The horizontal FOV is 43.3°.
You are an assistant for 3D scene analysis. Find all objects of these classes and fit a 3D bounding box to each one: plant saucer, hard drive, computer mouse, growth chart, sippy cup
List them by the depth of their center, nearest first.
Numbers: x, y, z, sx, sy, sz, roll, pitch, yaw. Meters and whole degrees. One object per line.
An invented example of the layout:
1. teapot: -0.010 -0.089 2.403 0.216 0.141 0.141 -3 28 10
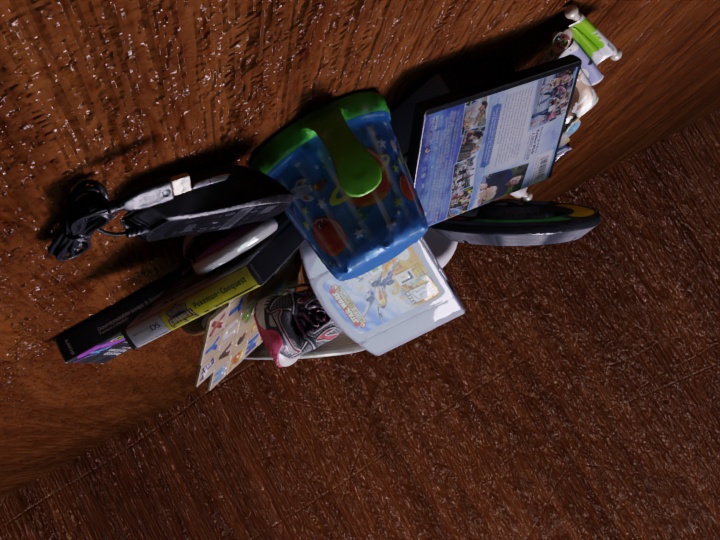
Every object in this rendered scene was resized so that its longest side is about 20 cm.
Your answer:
1. computer mouse: -0.137 -0.060 0.692 0.199 0.046 0.140 -14 172 -25
2. sippy cup: -0.009 -0.067 0.807 0.139 0.131 0.178 -32 174 29
3. hard drive: 0.063 -0.143 0.933 0.134 0.043 0.200 -24 172 -42
4. growth chart: 0.196 -0.165 0.942 0.144 0.018 0.201 8 119 -49
5. plant saucer: -0.087 0.082 1.206 0.198 0.051 0.200 -2 -179 0

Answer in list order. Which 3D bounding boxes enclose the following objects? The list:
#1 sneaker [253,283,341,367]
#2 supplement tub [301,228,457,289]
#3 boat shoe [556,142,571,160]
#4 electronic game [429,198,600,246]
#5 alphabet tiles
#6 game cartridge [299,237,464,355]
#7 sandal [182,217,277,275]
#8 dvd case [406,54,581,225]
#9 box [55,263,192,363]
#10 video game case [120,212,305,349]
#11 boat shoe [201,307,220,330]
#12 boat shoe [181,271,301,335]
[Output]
1. sneaker: -0.056 0.048 1.044 0.074 0.081 0.200 -23 -176 25
2. supplement tub: 0.018 -0.031 1.168 0.145 0.146 0.200 -25 173 -34
3. boat shoe: 0.180 -0.149 1.192 0.199 0.093 0.075 -32 173 22
4. electronic game: 0.171 -0.061 1.035 0.198 0.042 0.200 -1 -168 0
5. alphabet tiles: -0.120 0.043 1.027 0.200 0.006 0.167 -44 158 -50
6. game cartridge: 0.020 0.011 0.988 0.133 0.042 0.200 -30 131 7
7. sandal: -0.138 -0.035 0.863 0.082 0.050 0.202 -37 -169 -18
8. dvd case: 0.125 -0.123 0.881 0.199 0.018 0.143 -22 138 -28
9. box: -0.257 0.052 1.108 0.199 0.036 0.143 -31 174 -3
10. video game case: -0.124 -0.009 0.910 0.180 0.026 0.200 -26 -165 32
11. boat shoe: -0.122 0.013 1.099 0.200 0.062 0.075 -55 172 25
12. boat shoe: -0.160 0.027 1.223 0.199 0.074 0.063 -20 -175 26
